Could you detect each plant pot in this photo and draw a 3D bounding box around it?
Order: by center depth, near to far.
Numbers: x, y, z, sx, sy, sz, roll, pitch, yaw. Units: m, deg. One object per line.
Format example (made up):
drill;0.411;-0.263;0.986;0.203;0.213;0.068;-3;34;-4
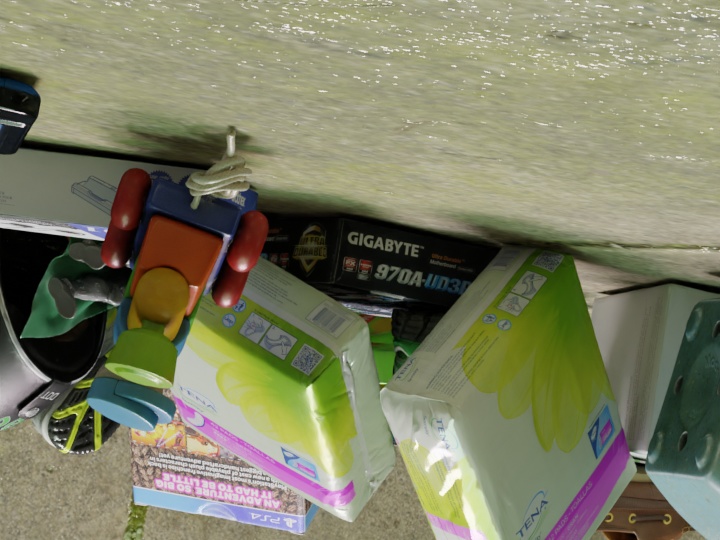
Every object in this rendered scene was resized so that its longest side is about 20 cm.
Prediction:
plant pot;0.296;0.102;1.425;0.199;0.197;0.196;21;173;-12

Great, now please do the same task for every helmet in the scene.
helmet;-0.299;0.023;1.666;0.189;0.202;0.200;-12;166;25

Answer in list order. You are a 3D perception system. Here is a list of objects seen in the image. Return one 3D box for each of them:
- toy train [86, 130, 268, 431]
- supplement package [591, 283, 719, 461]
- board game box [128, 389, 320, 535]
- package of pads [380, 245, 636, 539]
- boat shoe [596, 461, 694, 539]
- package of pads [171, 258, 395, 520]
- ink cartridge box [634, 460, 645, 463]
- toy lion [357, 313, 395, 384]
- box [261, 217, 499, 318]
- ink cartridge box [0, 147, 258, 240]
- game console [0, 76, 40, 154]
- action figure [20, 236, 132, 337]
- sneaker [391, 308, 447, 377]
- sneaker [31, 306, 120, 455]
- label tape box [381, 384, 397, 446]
toy train;-0.103;0.009;1.220;0.084;0.117;0.200;19;161;-5
supplement package;0.234;0.080;1.621;0.116;0.118;0.200;9;175;-9
board game box;-0.107;0.101;1.927;0.158;0.202;0.097;9;-150;16
package of pads;0.097;0.106;1.472;0.068;0.155;0.201;12;137;38
boat shoe;0.197;0.171;1.648;0.199;0.068;0.072;14;174;-31
package of pads;-0.062;0.064;1.509;0.154;0.068;0.201;30;156;23
ink cartridge box;0.290;0.117;1.778;0.199;0.147;0.087;5;175;35
toy lion;0.065;0.051;1.743;0.190;0.069;0.200;3;-168;18
box;0.000;0.000;1.562;0.158;0.046;0.199;12;174;-30
ink cartridge box;-0.169;-0.044;1.378;0.198;0.045;0.094;7;175;12
game console;-0.259;-0.042;1.154;0.169;0.120;0.200;10;176;-11
action figure;-0.149;0.002;1.636;0.055;0.119;0.200;41;-161;22
sneaker;0.055;0.075;1.564;0.077;0.086;0.200;6;176;15
sneaker;-0.181;0.045;1.737;0.076;0.200;0.076;24;154;46
label tape box;0.057;0.100;1.821;0.199;0.064;0.144;-31;-148;-35
